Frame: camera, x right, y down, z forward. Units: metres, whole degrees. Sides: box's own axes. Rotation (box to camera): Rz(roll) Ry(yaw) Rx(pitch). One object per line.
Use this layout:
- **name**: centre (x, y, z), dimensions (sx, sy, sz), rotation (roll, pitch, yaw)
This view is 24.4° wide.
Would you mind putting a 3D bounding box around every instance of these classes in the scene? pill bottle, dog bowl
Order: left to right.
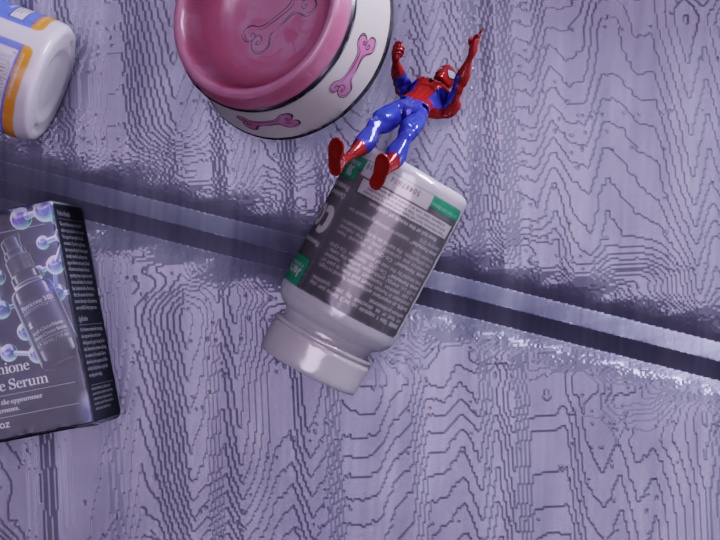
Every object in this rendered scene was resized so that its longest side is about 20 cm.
- **pill bottle**: centre (-0.366, -0.199, 1.484), dimensions (0.199, 0.112, 0.112), rotation (21, 91, 4)
- **dog bowl**: centre (-0.075, -0.219, 1.445), dimensions (0.200, 0.074, 0.201), rotation (-7, 75, 27)
- **pill bottle**: centre (0.000, 0.000, 1.459), dimensions (0.113, 0.113, 0.200), rotation (28, 91, 3)

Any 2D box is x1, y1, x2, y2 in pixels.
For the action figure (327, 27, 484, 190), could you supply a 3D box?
- **action figure**: centre (0.044, -0.153, 1.416), dimensions (0.065, 0.200, 0.099), rotation (22, 122, 15)

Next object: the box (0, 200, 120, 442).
- **box**: centre (-0.312, 0.050, 1.481), dimensions (0.148, 0.107, 0.201), rotation (-12, 88, 4)
